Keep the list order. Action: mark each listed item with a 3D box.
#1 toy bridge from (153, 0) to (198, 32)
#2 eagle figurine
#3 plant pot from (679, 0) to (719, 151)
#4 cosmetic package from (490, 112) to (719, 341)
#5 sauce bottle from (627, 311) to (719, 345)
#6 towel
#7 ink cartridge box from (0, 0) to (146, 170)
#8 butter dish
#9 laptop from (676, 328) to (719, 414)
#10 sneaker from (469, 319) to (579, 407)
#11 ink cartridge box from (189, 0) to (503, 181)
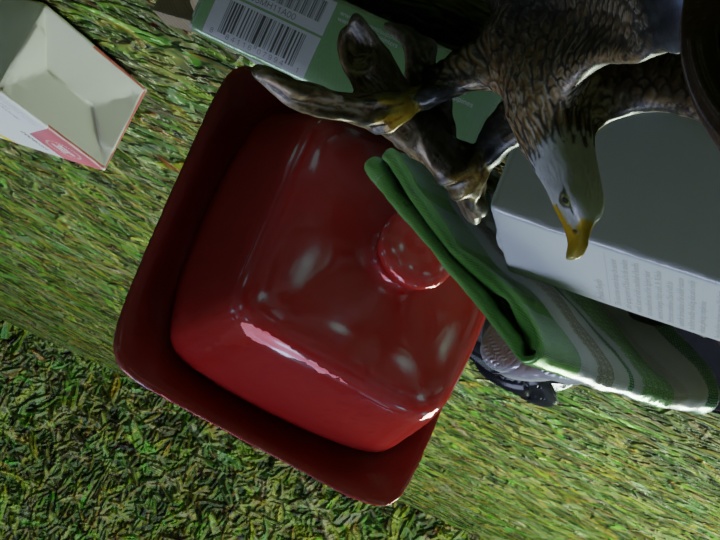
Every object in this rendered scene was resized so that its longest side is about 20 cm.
[{"bbox_3d":[-0.108,-0.166,1.000,0.067,0.027,0.200,19,167,32],"label":"toy bridge"},{"bbox_3d":[0.090,-0.077,0.772,0.200,0.151,0.152,-24,180,38],"label":"eagle figurine"},{"bbox_3d":[0.193,-0.024,0.551,0.200,0.200,0.198,16,158,46],"label":"plant pot"},{"bbox_3d":[0.164,-0.013,0.917,0.200,0.071,0.101,18,167,13],"label":"cosmetic package"},{"bbox_3d":[0.222,0.027,1.007,0.200,0.065,0.065,14,164,34],"label":"sauce bottle"},{"bbox_3d":[0.099,0.006,1.059,0.149,0.031,0.200,50,-163,30],"label":"towel"},{"bbox_3d":[-0.255,-0.138,1.378,0.200,0.068,0.116,18,166,38],"label":"ink cartridge box"},{"bbox_3d":[0.000,0.000,1.127,0.199,0.200,0.148,30,158,-21],"label":"butter dish"},{"bbox_3d":[0.253,0.038,1.162,0.177,0.103,0.200,12,136,52],"label":"laptop"},{"bbox_3d":[0.119,0.045,1.353,0.114,0.076,0.200,33,174,-33],"label":"sneaker"},{"bbox_3d":[0.009,-0.095,1.016,0.145,0.048,0.200,25,-175,8],"label":"ink cartridge box"}]
